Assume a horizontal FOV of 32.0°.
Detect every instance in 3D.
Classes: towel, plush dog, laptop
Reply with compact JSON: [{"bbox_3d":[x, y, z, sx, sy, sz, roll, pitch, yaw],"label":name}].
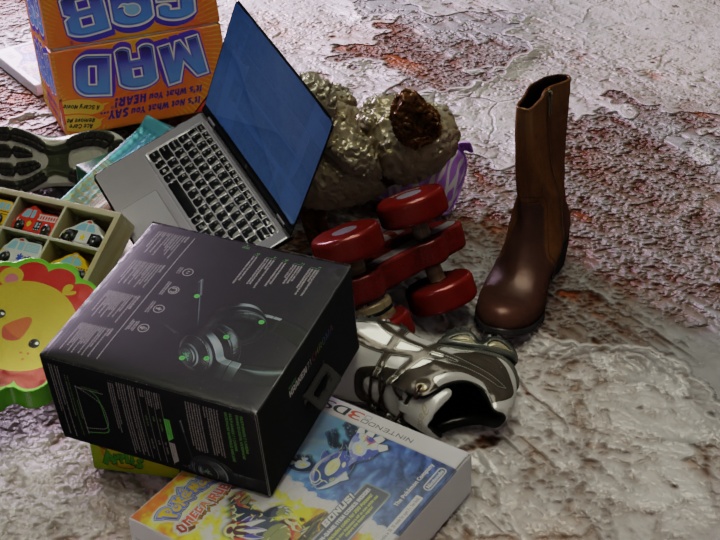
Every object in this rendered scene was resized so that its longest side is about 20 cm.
[{"bbox_3d":[-0.232,-0.067,1.232,0.146,0.022,0.200,27,65,39],"label":"towel"},{"bbox_3d":[0.013,-0.119,1.224,0.171,0.161,0.200,-12,2,10],"label":"plush dog"},{"bbox_3d":[-0.140,-0.107,1.142,0.200,0.116,0.187,-31,57,-8],"label":"laptop"}]

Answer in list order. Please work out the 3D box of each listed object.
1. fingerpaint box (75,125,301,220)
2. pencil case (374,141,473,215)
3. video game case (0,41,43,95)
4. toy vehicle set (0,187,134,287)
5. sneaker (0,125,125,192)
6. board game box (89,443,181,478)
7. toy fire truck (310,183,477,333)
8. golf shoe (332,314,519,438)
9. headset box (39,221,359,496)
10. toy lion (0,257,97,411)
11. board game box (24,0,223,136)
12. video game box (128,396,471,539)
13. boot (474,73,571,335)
[{"bbox_3d":[-0.172,-0.088,1.332,0.200,0.074,0.167,-26,41,-31],"label":"fingerpaint box"},{"bbox_3d":[0.016,-0.120,1.359,0.199,0.084,0.086,19,70,23],"label":"pencil case"},{"bbox_3d":[-0.380,-0.296,1.711,0.199,0.018,0.143,-23,39,-29],"label":"video game case"},{"bbox_3d":[-0.320,-0.011,1.189,0.199,0.027,0.125,12,69,31],"label":"toy vehicle set"},{"bbox_3d":[-0.341,-0.122,1.422,0.199,0.077,0.089,5,3,13],"label":"sneaker"},{"bbox_3d":[-0.148,0.093,1.079,0.101,0.048,0.200,5,34,11],"label":"board game box"},{"bbox_3d":[0.000,0.000,1.181,0.200,0.113,0.168,-29,16,-33],"label":"toy fire truck"},{"bbox_3d":[0.033,0.092,1.045,0.199,0.078,0.095,0,33,4],"label":"golf shoe"},{"bbox_3d":[-0.113,0.064,0.981,0.199,0.093,0.174,11,43,19],"label":"headset box"},{"bbox_3d":[-0.323,0.054,1.071,0.200,0.069,0.192,31,56,18],"label":"toy lion"},{"bbox_3d":[-0.286,-0.295,1.504,0.199,0.201,0.200,-13,22,-17],"label":"board game box"},{"bbox_3d":[-0.041,0.176,0.950,0.182,0.047,0.200,17,37,30],"label":"video game box"},{"bbox_3d":[0.158,-0.060,1.156,0.068,0.201,0.188,17,38,27],"label":"boot"}]
